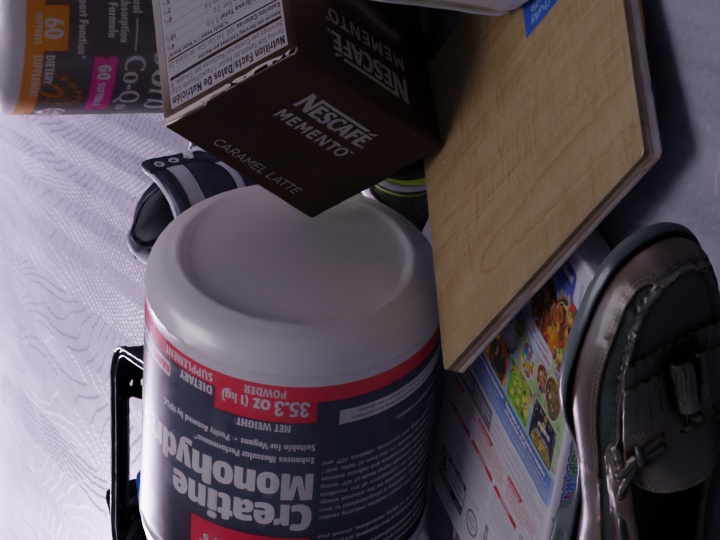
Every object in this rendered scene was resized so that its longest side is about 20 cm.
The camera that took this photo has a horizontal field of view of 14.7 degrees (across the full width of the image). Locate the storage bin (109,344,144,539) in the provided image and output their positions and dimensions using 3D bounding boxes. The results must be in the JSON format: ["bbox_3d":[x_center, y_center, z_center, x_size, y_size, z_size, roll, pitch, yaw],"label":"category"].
[{"bbox_3d":[-0.072,0.120,1.583,0.200,0.093,0.136,-156,65,-69],"label":"storage bin"}]

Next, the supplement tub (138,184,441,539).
[{"bbox_3d":[-0.035,0.073,1.330,0.141,0.140,0.201,-114,23,-51],"label":"supplement tub"}]

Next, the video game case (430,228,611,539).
[{"bbox_3d":[0.072,0.051,1.246,0.143,0.018,0.201,-116,29,-54],"label":"video game case"}]

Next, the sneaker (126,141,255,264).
[{"bbox_3d":[-0.086,-0.064,1.594,0.200,0.108,0.070,-109,25,-45],"label":"sneaker"}]

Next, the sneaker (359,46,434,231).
[{"bbox_3d":[-0.001,-0.101,1.382,0.081,0.074,0.200,101,162,-51],"label":"sneaker"}]

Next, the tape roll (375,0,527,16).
[{"bbox_3d":[0.044,-0.213,1.180,0.202,0.071,0.203,-175,90,-70],"label":"tape roll"}]

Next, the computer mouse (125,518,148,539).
[{"bbox_3d":[-0.124,0.225,1.464,0.200,0.046,0.141,-71,-6,-69],"label":"computer mouse"}]

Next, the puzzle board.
[{"bbox_3d":[0.074,-0.065,1.186,0.200,0.017,0.151,129,142,-54],"label":"puzzle board"}]

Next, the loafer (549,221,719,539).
[{"bbox_3d":[0.115,0.073,1.050,0.063,0.072,0.200,45,145,38],"label":"loafer"}]

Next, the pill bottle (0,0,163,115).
[{"bbox_3d":[-0.108,-0.143,1.502,0.116,0.199,0.117,178,90,-73],"label":"pill bottle"}]

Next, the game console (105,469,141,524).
[{"bbox_3d":[-0.084,0.210,1.777,0.171,0.118,0.200,60,-170,-48],"label":"game console"}]

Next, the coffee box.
[{"bbox_3d":[-0.036,-0.143,1.286,0.080,0.114,0.201,-26,56,28],"label":"coffee box"}]
